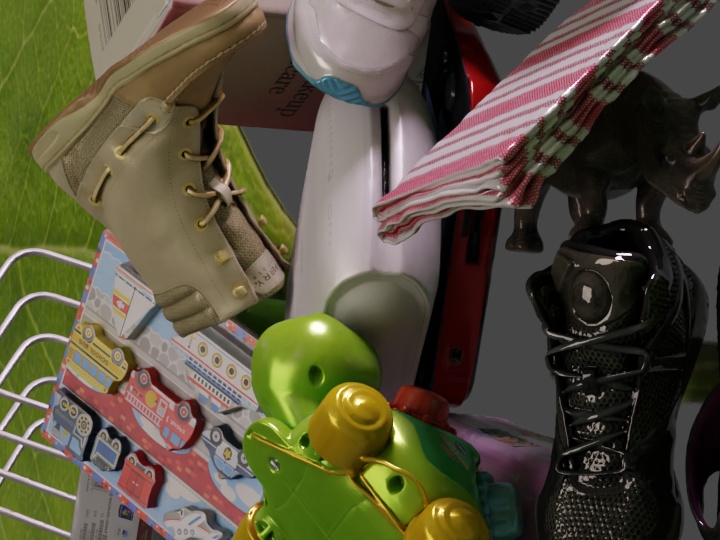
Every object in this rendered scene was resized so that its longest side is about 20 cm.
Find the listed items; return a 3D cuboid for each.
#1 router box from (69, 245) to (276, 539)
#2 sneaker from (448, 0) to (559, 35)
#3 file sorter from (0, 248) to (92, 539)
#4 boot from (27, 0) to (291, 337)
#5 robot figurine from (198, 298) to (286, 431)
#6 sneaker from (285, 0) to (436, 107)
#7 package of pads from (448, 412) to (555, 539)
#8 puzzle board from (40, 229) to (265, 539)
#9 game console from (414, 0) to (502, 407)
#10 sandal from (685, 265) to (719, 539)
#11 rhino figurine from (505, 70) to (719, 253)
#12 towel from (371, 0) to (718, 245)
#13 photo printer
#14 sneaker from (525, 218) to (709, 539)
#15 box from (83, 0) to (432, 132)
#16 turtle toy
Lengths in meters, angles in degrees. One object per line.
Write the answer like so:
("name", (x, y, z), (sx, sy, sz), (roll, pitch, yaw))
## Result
("router box", (-0.124, 0.085, 1.764), (0.179, 0.049, 0.200), (-28, -50, -68))
("sneaker", (0.109, -0.193, 1.399), (0.200, 0.070, 0.082), (-24, 45, 62))
("file sorter", (-0.205, 0.105, 1.844), (0.200, 0.124, 0.139), (91, -159, -48))
("boot", (-0.085, -0.056, 1.476), (0.200, 0.073, 0.156), (-35, 93, 42))
("robot figurine", (-0.063, 0.115, 1.673), (0.176, 0.115, 0.200), (-111, 34, -53))
("sneaker", (0.016, -0.175, 1.440), (0.081, 0.076, 0.200), (120, 172, -53))
("package of pads", (0.086, 0.150, 1.394), (0.200, 0.076, 0.121), (16, 98, 64))
("puzzle board", (-0.119, 0.085, 1.624), (0.200, 0.017, 0.151), (34, 116, 36))
("game console", (0.046, -0.038, 1.497), (0.177, 0.031, 0.200), (-109, 24, -62))
("sandal", (0.178, 0.081, 1.237), (0.075, 0.048, 0.201), (157, 114, -63))
("rhino figurine", (0.132, -0.056, 1.335), (0.200, 0.060, 0.088), (172, 101, -68))
("towel", (0.102, -0.089, 1.316), (0.030, 0.200, 0.146), (50, 156, -11))
("photo printer", (0.000, 0.000, 1.468), (0.200, 0.069, 0.167), (102, 170, -49))
("sneaker", (0.112, 0.062, 1.246), (0.076, 0.114, 0.200), (1, 61, 28))
("box", (-0.052, -0.161, 1.585), (0.128, 0.200, 0.109), (131, 136, -52))
("turtle toy", (0.006, 0.108, 1.338), (0.200, 0.101, 0.146), (51, 137, 17))
